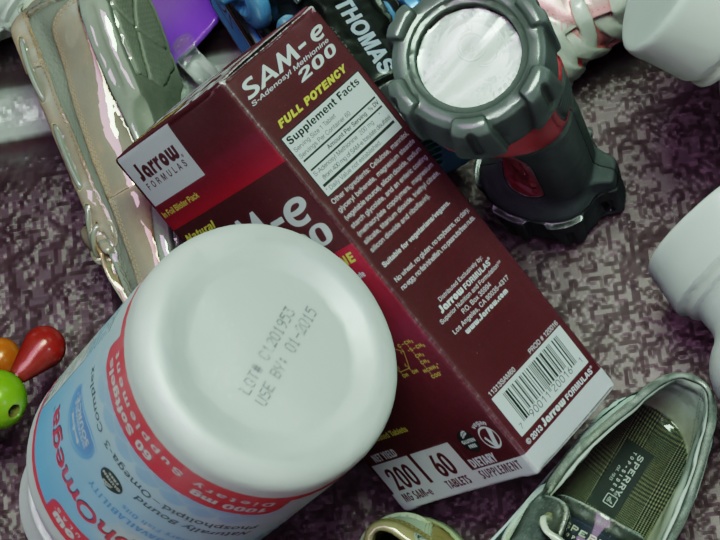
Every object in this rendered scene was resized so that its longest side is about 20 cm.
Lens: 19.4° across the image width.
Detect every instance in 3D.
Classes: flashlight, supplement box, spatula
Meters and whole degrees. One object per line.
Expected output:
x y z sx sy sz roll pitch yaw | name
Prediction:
0.060 -0.058 0.870 0.068 0.200 0.068 -37 73 1 | flashlight
0.000 0.000 0.873 0.200 0.109 0.061 51 58 -8 | supplement box
-0.055 -0.073 0.991 0.057 0.021 0.200 -43 73 5 | spatula

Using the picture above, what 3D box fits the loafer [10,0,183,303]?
-0.105 -0.037 0.966 0.063 0.072 0.200 -18 85 22 | loafer

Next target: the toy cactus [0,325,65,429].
-0.245 0.059 0.950 0.200 0.102 0.165 17 65 15 | toy cactus

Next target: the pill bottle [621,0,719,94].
0.211 -0.087 0.818 0.200 0.113 0.113 23 81 -10 | pill bottle

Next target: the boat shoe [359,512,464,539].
0.058 0.188 0.875 0.072 0.076 0.200 -39 72 0 | boat shoe

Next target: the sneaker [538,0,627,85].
0.117 -0.123 0.939 0.200 0.075 0.105 5 73 21 | sneaker

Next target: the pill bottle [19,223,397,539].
-0.073 0.067 0.864 0.109 0.200 0.109 11 62 -22 | pill bottle

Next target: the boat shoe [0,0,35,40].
-0.153 -0.140 1.003 0.067 0.074 0.200 39 101 -20 | boat shoe

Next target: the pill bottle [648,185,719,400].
0.215 0.048 0.857 0.116 0.116 0.200 -37 72 1 | pill bottle

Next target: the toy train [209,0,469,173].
-0.023 -0.122 0.941 0.087 0.114 0.200 -28 64 -11 | toy train

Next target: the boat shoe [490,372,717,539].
0.083 0.113 0.846 0.072 0.071 0.200 29 53 5 | boat shoe
